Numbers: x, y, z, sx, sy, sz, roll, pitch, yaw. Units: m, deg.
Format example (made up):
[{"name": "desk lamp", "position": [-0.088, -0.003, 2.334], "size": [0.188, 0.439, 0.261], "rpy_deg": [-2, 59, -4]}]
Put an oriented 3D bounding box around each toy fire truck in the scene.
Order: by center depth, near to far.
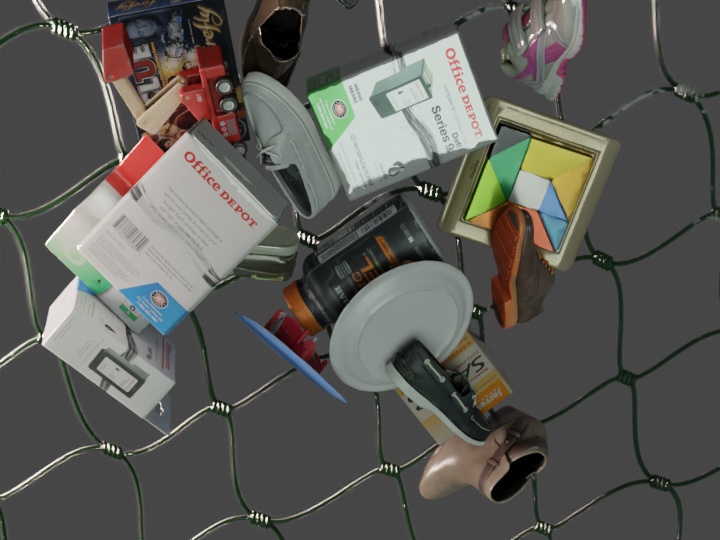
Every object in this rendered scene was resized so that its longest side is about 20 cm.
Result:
[{"name": "toy fire truck", "position": [-0.213, -0.197, 1.624], "size": [0.139, 0.049, 0.202], "rpy_deg": [-12, 131, -2]}]

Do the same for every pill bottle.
[{"name": "pill bottle", "position": [0.000, 0.000, 1.764], "size": [0.199, 0.106, 0.107], "rpy_deg": [-34, 112, 6]}]

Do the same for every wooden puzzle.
[{"name": "wooden puzzle", "position": [0.216, -0.106, 1.791], "size": [0.197, 0.037, 0.187], "rpy_deg": [16, 107, -14]}]

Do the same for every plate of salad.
[{"name": "plate of salad", "position": [0.048, 0.065, 1.733], "size": [0.198, 0.048, 0.202], "rpy_deg": [-18, 133, -19]}]

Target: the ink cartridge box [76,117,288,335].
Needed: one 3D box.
[{"name": "ink cartridge box", "position": [-0.203, -0.051, 1.618], "size": [0.200, 0.086, 0.146], "rpy_deg": [-43, 98, 17]}]

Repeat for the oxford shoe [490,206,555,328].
[{"name": "oxford shoe", "position": [0.209, -0.011, 1.789], "size": [0.072, 0.072, 0.201], "rpy_deg": [-13, 141, -10]}]

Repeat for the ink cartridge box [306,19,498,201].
[{"name": "ink cartridge box", "position": [0.050, -0.195, 1.698], "size": [0.198, 0.084, 0.148], "rpy_deg": [-22, 108, 6]}]

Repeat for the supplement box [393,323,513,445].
[{"name": "supplement box", "position": [0.092, 0.110, 1.835], "size": [0.125, 0.074, 0.201], "rpy_deg": [-37, 111, 7]}]

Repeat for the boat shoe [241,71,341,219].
[{"name": "boat shoe", "position": [-0.093, -0.146, 1.692], "size": [0.069, 0.071, 0.201], "rpy_deg": [-57, 139, -30]}]

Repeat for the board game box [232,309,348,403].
[{"name": "board game box", "position": [-0.076, 0.093, 1.749], "size": [0.158, 0.200, 0.039], "rpy_deg": [42, 82, -15]}]

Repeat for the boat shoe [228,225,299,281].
[{"name": "boat shoe", "position": [-0.177, -0.027, 1.747], "size": [0.198, 0.072, 0.061], "rpy_deg": [8, 123, -2]}]

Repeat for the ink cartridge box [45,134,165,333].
[{"name": "ink cartridge box", "position": [-0.264, -0.039, 1.689], "size": [0.161, 0.050, 0.200], "rpy_deg": [45, 126, -6]}]

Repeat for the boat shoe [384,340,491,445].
[{"name": "boat shoe", "position": [0.112, 0.155, 1.758], "size": [0.060, 0.076, 0.199], "rpy_deg": [-45, 134, 8]}]

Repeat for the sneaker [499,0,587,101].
[{"name": "sneaker", "position": [0.215, -0.282, 1.667], "size": [0.087, 0.082, 0.201], "rpy_deg": [12, 144, -3]}]

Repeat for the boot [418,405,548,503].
[{"name": "boot", "position": [0.164, 0.264, 1.865], "size": [0.070, 0.147, 0.200], "rpy_deg": [40, 101, -21]}]

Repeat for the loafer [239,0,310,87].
[{"name": "loafer", "position": [-0.103, -0.265, 1.629], "size": [0.072, 0.072, 0.201], "rpy_deg": [7, 144, -8]}]

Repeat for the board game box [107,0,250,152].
[{"name": "board game box", "position": [-0.210, -0.231, 1.652], "size": [0.133, 0.035, 0.202], "rpy_deg": [-11, 131, -3]}]

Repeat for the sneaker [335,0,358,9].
[{"name": "sneaker", "position": [-0.079, -0.344, 1.639], "size": [0.201, 0.077, 0.147], "rpy_deg": [-36, 110, 7]}]

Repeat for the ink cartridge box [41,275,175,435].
[{"name": "ink cartridge box", "position": [-0.295, 0.104, 1.757], "size": [0.199, 0.116, 0.068], "rpy_deg": [40, 103, -20]}]
